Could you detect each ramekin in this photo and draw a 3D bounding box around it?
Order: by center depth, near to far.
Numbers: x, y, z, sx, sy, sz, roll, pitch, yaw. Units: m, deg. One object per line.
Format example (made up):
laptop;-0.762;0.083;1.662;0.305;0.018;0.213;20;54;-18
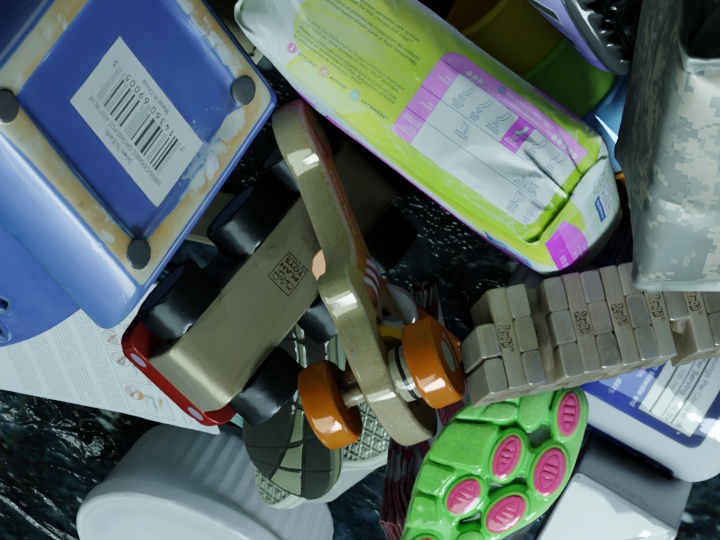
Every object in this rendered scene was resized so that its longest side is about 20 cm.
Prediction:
ramekin;-0.114;0.200;1.495;0.201;0.094;0.203;18;143;14

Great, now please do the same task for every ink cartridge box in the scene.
ink cartridge box;0.148;0.151;1.153;0.068;0.200;0.116;30;109;8
ink cartridge box;-0.198;0.035;1.365;0.199;0.057;0.163;6;139;19

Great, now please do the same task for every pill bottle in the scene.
pill bottle;0.178;0.049;1.090;0.199;0.120;0.120;29;145;-1

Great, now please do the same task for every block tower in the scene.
block tower;0.153;0.024;1.002;0.199;0.054;0.058;-11;170;-9

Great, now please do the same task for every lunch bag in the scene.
lunch bag;0.230;-0.079;0.892;0.199;0.118;0.164;0;141;-1

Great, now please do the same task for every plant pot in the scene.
plant pot;-0.174;-0.087;1.024;0.179;0.200;0.200;2;140;44

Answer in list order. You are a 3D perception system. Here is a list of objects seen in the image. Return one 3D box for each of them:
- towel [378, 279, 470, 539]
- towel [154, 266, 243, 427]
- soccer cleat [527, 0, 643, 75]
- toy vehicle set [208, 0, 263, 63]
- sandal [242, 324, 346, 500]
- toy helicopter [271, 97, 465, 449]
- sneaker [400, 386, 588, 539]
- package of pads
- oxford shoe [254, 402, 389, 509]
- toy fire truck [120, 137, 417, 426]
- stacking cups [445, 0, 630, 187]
towel;0.050;0.123;1.204;0.023;0.201;0.144;-7;134;16
towel;-0.144;0.044;1.384;0.199;0.022;0.147;23;144;8
soccer cleat;0.072;-0.175;0.930;0.073;0.068;0.200;-15;122;44
toy vehicle set;-0.117;-0.151;1.120;0.124;0.027;0.200;35;144;-9
sandal;-0.031;0.071;1.295;0.080;0.057;0.202;25;124;27
toy helicopter;0.000;0.000;1.056;0.079;0.132;0.201;-23;81;14
sneaker;0.062;0.138;1.068;0.077;0.084;0.201;31;106;7
package of pads;0.038;-0.079;0.975;0.200;0.068;0.155;37;180;14
oxford shoe;-0.002;0.114;1.350;0.058;0.076;0.200;4;151;-37
toy fire truck;-0.089;-0.001;1.179;0.129;0.176;0.200;44;158;-13
stacking cups;0.132;-0.084;1.018;0.200;0.061;0.060;40;143;-24
